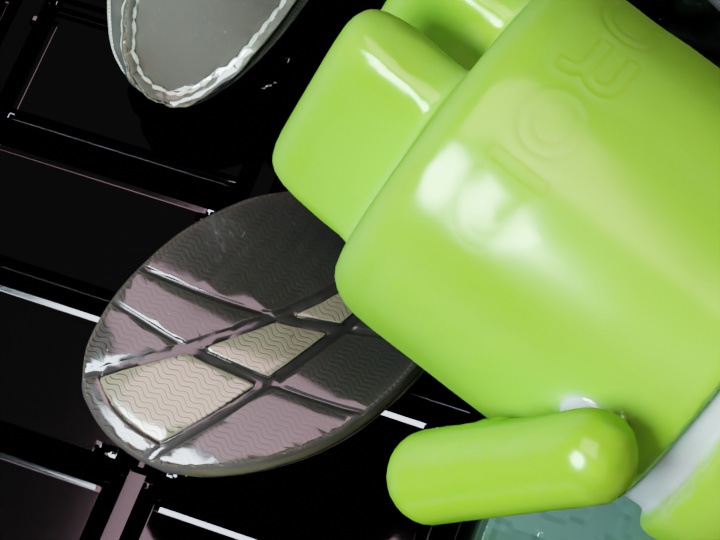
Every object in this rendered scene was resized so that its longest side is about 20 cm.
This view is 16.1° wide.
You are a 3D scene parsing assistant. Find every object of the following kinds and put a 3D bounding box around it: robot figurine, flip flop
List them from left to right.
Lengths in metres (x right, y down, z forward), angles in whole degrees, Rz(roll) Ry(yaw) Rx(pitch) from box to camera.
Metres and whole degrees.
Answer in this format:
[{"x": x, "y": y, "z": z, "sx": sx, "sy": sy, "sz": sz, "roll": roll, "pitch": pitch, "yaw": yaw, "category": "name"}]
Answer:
[{"x": 0.000, "y": 0.000, "z": 0.785, "sx": 0.081, "sy": 0.058, "sz": 0.200, "roll": 42, "pitch": 59, "yaw": 11, "category": "flip flop"}, {"x": 0.075, "y": -0.002, "z": 0.705, "sx": 0.200, "sy": 0.116, "sz": 0.175, "roll": 37, "pitch": 46, "yaw": 3, "category": "robot figurine"}]

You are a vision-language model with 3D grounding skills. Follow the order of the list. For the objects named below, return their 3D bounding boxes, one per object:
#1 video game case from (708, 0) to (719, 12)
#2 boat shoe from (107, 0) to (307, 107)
[{"x": 0.130, "y": -0.181, "z": 0.749, "sx": 0.182, "sy": 0.200, "sz": 0.024, "roll": -41, "pitch": 38, "yaw": 17, "category": "video game case"}, {"x": -0.026, "y": -0.134, "z": 0.786, "sx": 0.072, "sy": 0.060, "sz": 0.202, "roll": 25, "pitch": 111, "yaw": -12, "category": "boat shoe"}]
